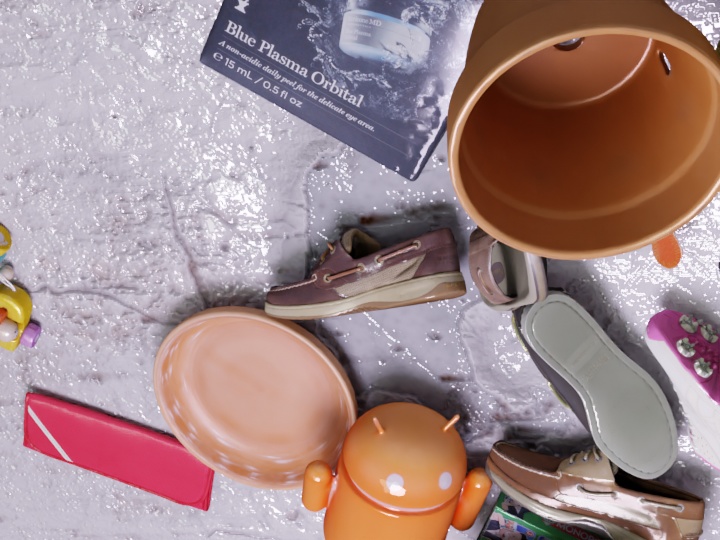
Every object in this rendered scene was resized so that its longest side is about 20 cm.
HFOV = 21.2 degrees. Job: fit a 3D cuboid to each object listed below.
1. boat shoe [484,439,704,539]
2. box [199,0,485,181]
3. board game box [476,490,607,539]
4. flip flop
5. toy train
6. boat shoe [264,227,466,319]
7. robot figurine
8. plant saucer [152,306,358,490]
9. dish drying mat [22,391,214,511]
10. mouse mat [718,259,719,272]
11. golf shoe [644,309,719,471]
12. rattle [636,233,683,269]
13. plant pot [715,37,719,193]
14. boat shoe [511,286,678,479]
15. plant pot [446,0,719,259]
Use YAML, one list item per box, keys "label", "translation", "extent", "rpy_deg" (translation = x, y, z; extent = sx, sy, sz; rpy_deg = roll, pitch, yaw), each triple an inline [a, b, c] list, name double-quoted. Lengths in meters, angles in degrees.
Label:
- label: "boat shoe"
  translation: [0.210, 0.189, 1.682]
  extent: [0.199, 0.076, 0.074]
  rpy_deg: [23, 106, 14]
- label: "box"
  translation: [0.010, -0.210, 1.461]
  extent: [0.196, 0.118, 0.200]
  rpy_deg: [29, 127, 2]
- label: "board game box"
  translation: [0.161, 0.290, 1.766]
  extent: [0.134, 0.029, 0.200]
  rpy_deg: [25, 138, 4]
- label: "flip flop"
  translation: [0.110, -0.009, 1.528]
  extent: [0.057, 0.200, 0.082]
  rpy_deg: [-1, 81, -9]
- label: "toy train"
  translation: [-0.386, 0.027, 1.815]
  extent: [0.150, 0.056, 0.201]
  rpy_deg: [4, 124, 19]
- label: "boat shoe"
  translation: [0.000, 0.000, 1.646]
  extent: [0.199, 0.072, 0.072]
  rpy_deg: [-9, 88, 38]
- label: "robot figurine"
  translation: [0.029, 0.200, 1.722]
  extent: [0.144, 0.117, 0.201]
  rpy_deg: [29, 132, 17]
- label: "plant saucer"
  translation: [-0.093, 0.113, 1.768]
  extent: [0.199, 0.037, 0.201]
  rpy_deg: [11, 125, 16]
- label: "dish drying mat"
  translation: [-0.238, 0.177, 1.880]
  extent: [0.199, 0.018, 0.077]
  rpy_deg: [19, 126, 10]
- label: "mouse mat"
  translation: [0.403, 0.029, 1.533]
  extent: [0.161, 0.008, 0.200]
  rpy_deg: [-32, 105, 35]
- label: "golf shoe"
  translation: [0.295, 0.119, 1.596]
  extent: [0.200, 0.075, 0.091]
  rpy_deg: [45, 130, -9]
- label: "rattle"
  translation: [0.186, -0.106, 1.515]
  extent: [0.199, 0.143, 0.130]
  rpy_deg: [22, 162, -12]
- label: "plant pot"
  translation: [0.328, -0.134, 1.347]
  extent: [0.200, 0.201, 0.189]
  rpy_deg: [32, 142, -1]
- label: "boat shoe"
  translation: [0.199, 0.091, 1.624]
  extent: [0.072, 0.061, 0.201]
  rpy_deg: [-39, 110, -3]
- label: "plant pot"
  translation: [0.153, -0.126, 1.335]
  extent: [0.199, 0.140, 0.201]
  rpy_deg: [-3, 132, -3]
